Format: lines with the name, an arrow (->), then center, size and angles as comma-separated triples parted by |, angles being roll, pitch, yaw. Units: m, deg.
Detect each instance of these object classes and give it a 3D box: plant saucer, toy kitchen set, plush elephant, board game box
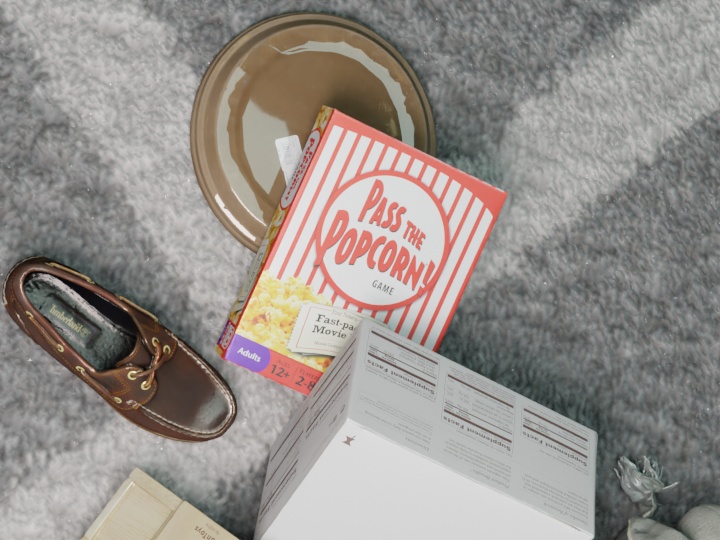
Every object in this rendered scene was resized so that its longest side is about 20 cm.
plant saucer -> -0.032, -0.101, 1.501 | 0.198, 0.029, 0.203 | 2, 85, -17
toy kitchen set -> -0.112, 0.286, 1.415 | 0.199, 0.181, 0.164 | 31, 76, 30
plush elephant -> 0.259, 0.235, 1.485 | 0.163, 0.155, 0.202 | -13, 89, -18
board game box -> 0.000, 0.000, 1.464 | 0.150, 0.046, 0.202 | 23, 92, -16

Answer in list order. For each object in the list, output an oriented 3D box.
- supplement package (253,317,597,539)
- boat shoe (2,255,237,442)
supplement package -> 0.047, 0.159, 1.415 | 0.199, 0.156, 0.111 | 27, 37, -12
boat shoe -> -0.173, 0.061, 1.420 | 0.199, 0.070, 0.071 | 33, 75, -12
